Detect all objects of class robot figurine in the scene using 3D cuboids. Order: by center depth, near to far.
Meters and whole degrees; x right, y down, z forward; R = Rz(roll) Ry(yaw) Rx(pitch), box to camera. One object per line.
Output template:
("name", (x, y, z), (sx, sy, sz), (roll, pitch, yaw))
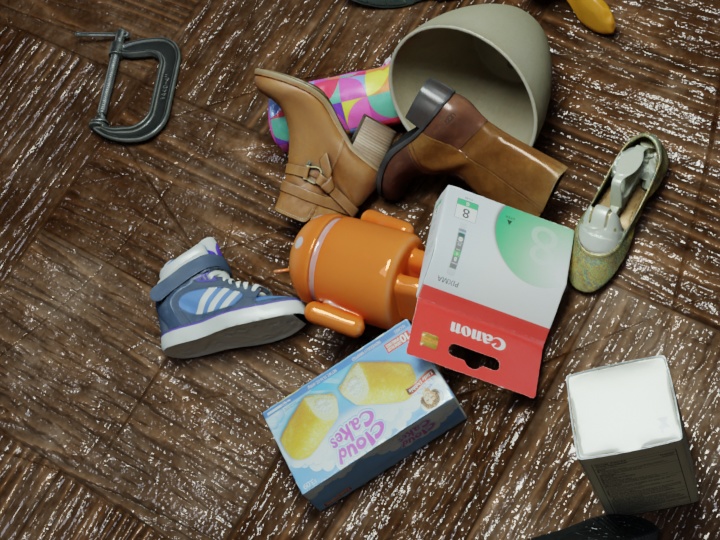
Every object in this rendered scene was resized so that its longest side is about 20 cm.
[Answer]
("robot figurine", (-0.001, 0.001, 1.475), (0.197, 0.116, 0.146), (16, 93, 26))

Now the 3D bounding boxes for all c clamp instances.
("c clamp", (-0.334, -0.262, 1.785), (0.168, 0.027, 0.203), (-5, 61, 11))

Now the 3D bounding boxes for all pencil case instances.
("pencil case", (-0.020, -0.212, 1.612), (0.197, 0.089, 0.090), (-14, 60, 12))

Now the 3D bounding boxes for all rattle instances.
("rattle", (0.296, -0.414, 1.614), (0.141, 0.131, 0.201), (21, 45, 16))

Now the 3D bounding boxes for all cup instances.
("cup", (0.152, -0.239, 1.519), (0.198, 0.202, 0.144), (18, 48, 26))

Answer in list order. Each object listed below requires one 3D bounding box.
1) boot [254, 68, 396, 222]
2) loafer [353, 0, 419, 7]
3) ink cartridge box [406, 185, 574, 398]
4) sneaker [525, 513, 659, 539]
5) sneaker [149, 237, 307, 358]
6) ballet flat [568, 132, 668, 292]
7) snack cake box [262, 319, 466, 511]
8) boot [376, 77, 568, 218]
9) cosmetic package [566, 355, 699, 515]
("boot", (-0.070, -0.145, 1.555), (0.198, 0.077, 0.157), (28, 98, -7))
("loafer", (0.065, -0.398, 1.696), (0.197, 0.073, 0.063), (2, 44, 13))
("ink cartridge box", (0.145, 0.020, 1.401), (0.159, 0.050, 0.202), (19, 58, -8))
("sneaker", (0.210, 0.317, 1.270), (0.197, 0.106, 0.060), (-9, 18, -21))
("sneaker", (-0.162, 0.016, 1.545), (0.197, 0.081, 0.149), (-15, 64, 18))
("ballet flat", (0.289, -0.072, 1.440), (0.070, 0.071, 0.201), (25, 74, 28))
("snack cake box", (0.004, 0.163, 1.420), (0.198, 0.067, 0.116), (-33, 57, 1))
("boot", (0.129, -0.108, 1.503), (0.199, 0.189, 0.069), (35, 37, 5))
("cosmetic package", (0.270, 0.168, 1.244), (0.102, 0.200, 0.089), (-12, 61, 13))
